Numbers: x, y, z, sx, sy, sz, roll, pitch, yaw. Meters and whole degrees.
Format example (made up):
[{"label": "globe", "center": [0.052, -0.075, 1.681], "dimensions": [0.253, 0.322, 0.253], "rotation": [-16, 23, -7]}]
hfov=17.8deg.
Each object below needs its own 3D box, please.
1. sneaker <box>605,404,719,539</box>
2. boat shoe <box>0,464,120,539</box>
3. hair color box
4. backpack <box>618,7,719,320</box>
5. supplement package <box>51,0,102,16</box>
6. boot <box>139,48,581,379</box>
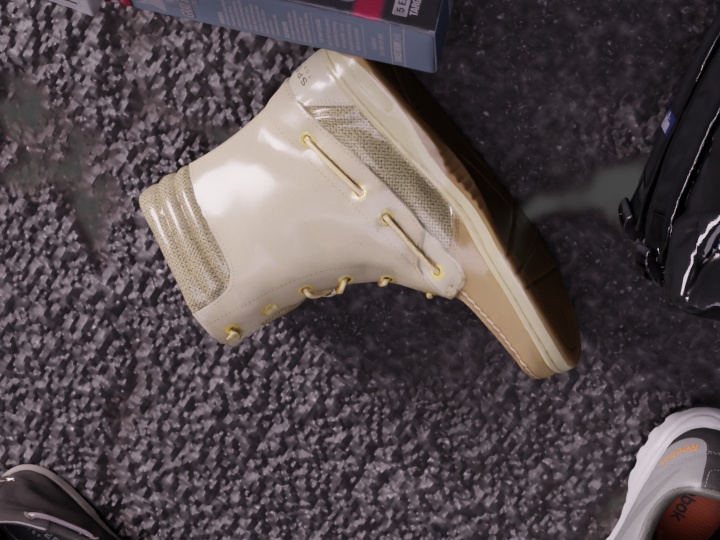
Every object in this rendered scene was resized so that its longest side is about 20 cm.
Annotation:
[{"label": "sneaker", "center": [0.147, 0.167, 1.176], "dimensions": [0.074, 0.079, 0.200], "rotation": [18, 113, 1]}, {"label": "boat shoe", "center": [-0.126, 0.183, 1.242], "dimensions": [0.200, 0.057, 0.067], "rotation": [36, 112, -4]}, {"label": "hair color box", "center": [-0.050, -0.167, 1.076], "dimensions": [0.200, 0.061, 0.099], "rotation": [13, 78, 6]}, {"label": "backpack", "center": [0.213, -0.082, 1.041], "dimensions": [0.153, 0.163, 0.200], "rotation": [10, 105, -3]}, {"label": "supplement package", "center": [-0.159, -0.242, 1.010], "dimensions": [0.156, 0.111, 0.200], "rotation": [19, 78, 6]}, {"label": "boot", "center": [0.000, 0.000, 1.141], "dimensions": [0.155, 0.073, 0.200], "rotation": [-36, 97, 17]}]
